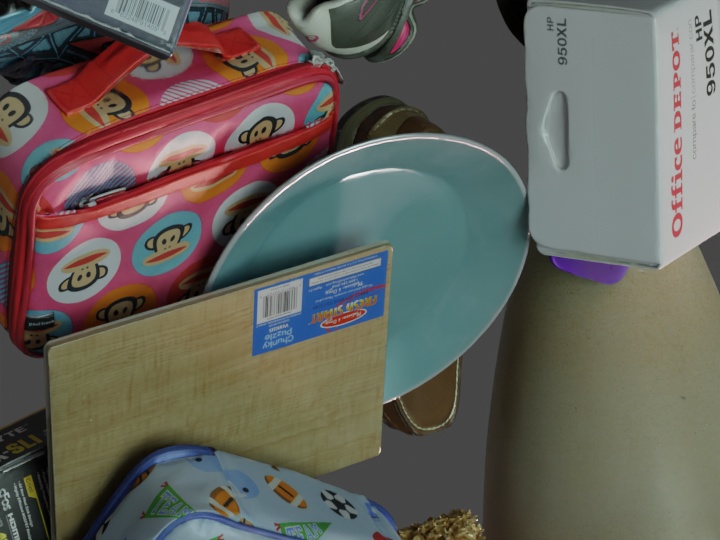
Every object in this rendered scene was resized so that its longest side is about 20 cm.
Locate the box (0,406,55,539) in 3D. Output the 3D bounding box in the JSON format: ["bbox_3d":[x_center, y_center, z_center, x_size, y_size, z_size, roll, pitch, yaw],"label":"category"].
[{"bbox_3d":[-0.143,0.171,1.427,0.159,0.049,0.201,-26,115,-30],"label":"box"}]

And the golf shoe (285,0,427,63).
[{"bbox_3d":[0.012,-0.212,1.377,0.088,0.077,0.202,2,99,-62],"label":"golf shoe"}]

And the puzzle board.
[{"bbox_3d":[-0.075,0.067,1.371,0.199,0.017,0.152,-17,132,-24],"label":"puzzle board"}]

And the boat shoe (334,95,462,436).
[{"bbox_3d":[0.029,0.002,1.490,0.075,0.074,0.202,-20,112,-30],"label":"boat shoe"}]

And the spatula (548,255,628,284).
[{"bbox_3d":[0.068,-0.032,1.447,0.198,0.021,0.057,9,74,-19],"label":"spatula"}]

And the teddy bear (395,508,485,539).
[{"bbox_3d":[0.038,0.188,1.500,0.145,0.198,0.067,74,29,-49],"label":"teddy bear"}]

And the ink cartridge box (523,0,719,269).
[{"bbox_3d":[0.177,-0.100,1.439,0.200,0.084,0.146,-28,120,-50],"label":"ink cartridge box"}]

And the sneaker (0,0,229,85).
[{"bbox_3d":[-0.146,-0.118,1.339,0.199,0.079,0.096,-21,114,-29],"label":"sneaker"}]

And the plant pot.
[{"bbox_3d":[0.153,0.064,1.545,0.186,0.187,0.202,-6,89,-33],"label":"plant pot"}]

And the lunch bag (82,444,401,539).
[{"bbox_3d":[-0.074,0.182,1.386,0.199,0.076,0.161,20,114,-35],"label":"lunch bag"}]

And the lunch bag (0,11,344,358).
[{"bbox_3d":[-0.107,-0.056,1.337,0.199,0.082,0.177,-22,144,-29],"label":"lunch bag"}]

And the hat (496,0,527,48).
[{"bbox_3d":[0.112,-0.219,1.466,0.200,0.081,0.202,-27,126,-42],"label":"hat"}]

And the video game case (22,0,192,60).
[{"bbox_3d":[-0.123,-0.220,1.225,0.142,0.019,0.201,22,79,-17],"label":"video game case"}]

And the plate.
[{"bbox_3d":[0.000,0.000,1.396,0.199,0.026,0.201,-17,135,-17],"label":"plate"}]
